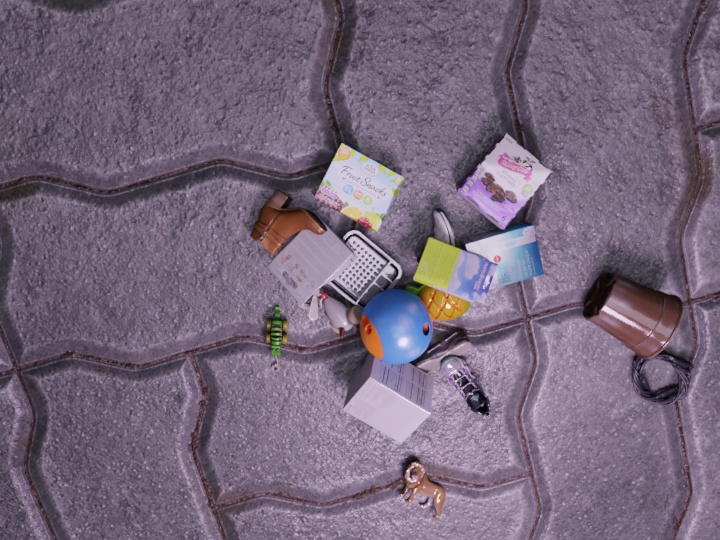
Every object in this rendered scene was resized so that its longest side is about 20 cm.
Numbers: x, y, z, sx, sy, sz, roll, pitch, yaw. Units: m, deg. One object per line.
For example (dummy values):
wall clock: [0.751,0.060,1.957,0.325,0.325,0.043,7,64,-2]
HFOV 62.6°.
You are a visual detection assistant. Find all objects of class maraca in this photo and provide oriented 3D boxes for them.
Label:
maraca: [0.212,0.084,1.673,0.198,0.107,0.138,-5,118,18]

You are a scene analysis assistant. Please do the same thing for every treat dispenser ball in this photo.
treat dispenser ball: [0.096,0.152,1.602,0.199,0.201,0.203,-1,101,-3]

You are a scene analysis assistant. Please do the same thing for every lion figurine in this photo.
lion figurine: [0.201,0.669,1.812,0.199,0.072,0.123,35,90,-23]

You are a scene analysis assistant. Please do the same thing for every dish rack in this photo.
dish rack: [0.000,0.000,1.673,0.200,0.044,0.172,39,97,-10]

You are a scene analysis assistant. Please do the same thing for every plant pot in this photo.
plant pot: [0.755,0.116,1.673,0.197,0.200,0.201,27,99,0]

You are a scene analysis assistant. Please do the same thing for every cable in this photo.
cable: [0.900,0.322,1.791,0.199,0.051,0.164,19,104,-9]

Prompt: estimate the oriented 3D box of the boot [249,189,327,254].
boot: [-0.199,-0.108,1.597,0.199,0.077,0.156,35,95,15]

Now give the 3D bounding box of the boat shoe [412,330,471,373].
boat shoe: [0.229,0.243,1.735,0.199,0.057,0.067,-29,137,6]

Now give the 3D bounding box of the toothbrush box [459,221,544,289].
toothbrush box: [0.396,-0.039,1.667,0.198,0.085,0.148,-15,101,1]

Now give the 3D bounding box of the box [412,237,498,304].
box: [0.254,0.003,1.595,0.199,0.048,0.123,21,84,5]

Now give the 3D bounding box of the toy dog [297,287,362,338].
toy dog: [-0.088,0.115,1.639,0.199,0.097,0.132,26,128,-6]

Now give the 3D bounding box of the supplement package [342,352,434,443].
supplement package: [0.082,0.346,1.671,0.199,0.151,0.152,32,122,-8]

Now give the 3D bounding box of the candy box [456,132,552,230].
candy box: [0.390,-0.241,1.616,0.168,0.072,0.200,40,96,4]

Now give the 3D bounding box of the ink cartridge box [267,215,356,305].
ink cartridge box: [-0.131,-0.024,1.619,0.200,0.050,0.162,-46,70,5]

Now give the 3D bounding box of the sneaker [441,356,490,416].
sneaker: [0.314,0.340,1.692,0.078,0.140,0.200,-41,113,7]

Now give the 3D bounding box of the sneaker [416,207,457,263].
sneaker: [0.207,-0.066,1.655,0.114,0.076,0.202,-17,104,-2]

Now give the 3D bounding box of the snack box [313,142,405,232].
snack box: [-0.004,-0.227,1.615,0.199,0.068,0.169,28,99,-9]

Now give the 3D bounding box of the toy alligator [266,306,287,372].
toy alligator: [-0.241,0.204,1.694,0.059,0.054,0.202,3,101,-3]
